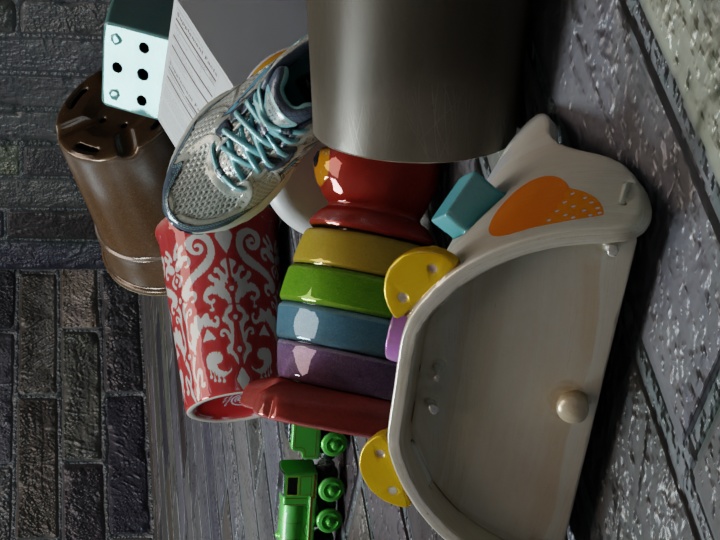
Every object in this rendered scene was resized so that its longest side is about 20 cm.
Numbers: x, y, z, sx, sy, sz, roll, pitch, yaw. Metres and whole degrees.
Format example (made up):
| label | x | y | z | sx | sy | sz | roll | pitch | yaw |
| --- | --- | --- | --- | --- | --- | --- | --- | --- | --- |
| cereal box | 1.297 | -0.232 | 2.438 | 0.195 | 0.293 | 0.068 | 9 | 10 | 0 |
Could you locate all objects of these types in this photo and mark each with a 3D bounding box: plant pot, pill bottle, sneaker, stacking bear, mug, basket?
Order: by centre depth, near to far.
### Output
| label | x | y | z | sx | sy | sz | roll | pitch | yaw |
| --- | --- | --- | --- | --- | --- | --- | --- | --- | --- |
| basket | 0.031 | -0.169 | 0.816 | 0.181 | 0.134 | 0.203 | -115 | 25 | -66 |
| sneaker | -0.057 | -0.101 | 1.000 | 0.078 | 0.200 | 0.086 | 48 | -172 | 1 |
| stacking bear | 0.000 | 0.000 | 1.003 | 0.121 | 0.112 | 0.203 | 176 | 105 | -79 |
| pill bottle | -0.032 | -0.102 | 1.151 | 0.200 | 0.108 | 0.111 | -121 | 33 | -68 |
| plant pot | -0.178 | -0.238 | 1.590 | 0.200 | 0.140 | 0.143 | -56 | -22 | -56 |
| mug | -0.132 | 0.052 | 1.645 | 0.178 | 0.132 | 0.202 | 51 | -152 | -66 |
| plant pot | -0.231 | -0.113 | 1.740 | 0.199 | 0.198 | 0.202 | 68 | -172 | -47 |

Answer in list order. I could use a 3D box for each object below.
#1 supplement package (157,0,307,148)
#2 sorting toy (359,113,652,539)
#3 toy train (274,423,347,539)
| label | x | y | z | sx | sy | sz | roll | pitch | yaw |
| --- | --- | --- | --- | --- | --- | --- | --- | --- | --- |
| supplement package | -0.105 | -0.170 | 1.418 | 0.110 | 0.113 | 0.200 | 56 | 156 | 15 |
| sorting toy | 0.069 | 0.014 | 0.761 | 0.181 | 0.105 | 0.202 | -73 | -8 | -58 |
| toy train | -0.044 | 0.188 | 1.325 | 0.042 | 0.056 | 0.203 | -123 | 36 | -69 |
